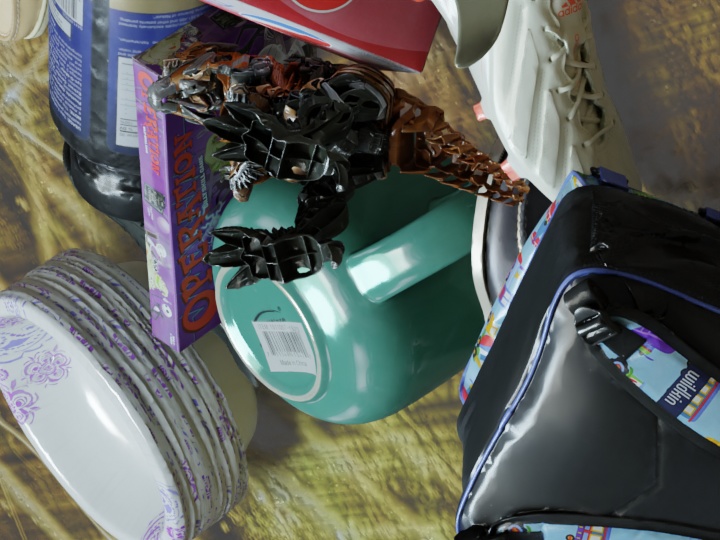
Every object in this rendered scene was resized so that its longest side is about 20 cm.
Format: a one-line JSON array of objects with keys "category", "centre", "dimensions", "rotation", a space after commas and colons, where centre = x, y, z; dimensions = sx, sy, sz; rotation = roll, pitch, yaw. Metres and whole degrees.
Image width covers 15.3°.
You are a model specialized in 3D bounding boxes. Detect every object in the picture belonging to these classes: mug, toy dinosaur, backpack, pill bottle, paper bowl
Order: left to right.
[{"category": "paper bowl", "centre": [-0.144, 0.076, 1.724], "dimensions": [0.201, 0.104, 0.201], "rotation": [41, 151, 29]}, {"category": "pill bottle", "centre": [-0.121, -0.126, 1.514], "dimensions": [0.112, 0.112, 0.201], "rotation": [40, 145, 27]}, {"category": "toy dinosaur", "centre": [-0.018, -0.069, 1.331], "dimensions": [0.199, 0.136, 0.103], "rotation": [-4, 119, 32]}, {"category": "mug", "centre": [-0.007, -0.003, 1.457], "dimensions": [0.152, 0.114, 0.186], "rotation": [42, 146, 25]}, {"category": "backpack", "centre": [0.159, 0.066, 1.243], "dimensions": [0.199, 0.135, 0.183], "rotation": [17, 121, -8]}]

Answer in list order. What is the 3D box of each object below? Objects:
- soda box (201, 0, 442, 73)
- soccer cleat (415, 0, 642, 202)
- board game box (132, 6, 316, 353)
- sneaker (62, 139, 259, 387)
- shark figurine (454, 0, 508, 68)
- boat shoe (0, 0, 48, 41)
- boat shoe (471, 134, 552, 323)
[{"category": "soda box", "centre": [-0.057, -0.159, 1.314], "dimensions": [0.199, 0.064, 0.070], "rotation": [20, 179, -19]}, {"category": "soccer cleat", "centre": [0.086, -0.107, 1.280], "dimensions": [0.077, 0.069, 0.201], "rotation": [-26, 102, 34]}, {"category": "board game box", "centre": [-0.072, -0.061, 1.494], "dimensions": [0.032, 0.120, 0.201], "rotation": [36, 143, 33]}, {"category": "sneaker", "centre": [-0.113, -0.018, 1.643], "dimensions": [0.200, 0.060, 0.104], "rotation": [42, 164, 49]}, {"category": "shark figurine", "centre": [0.002, -0.164, 1.217], "dimensions": [0.213, 0.129, 0.089], "rotation": [14, 178, -4]}, {"category": "boat shoe", "centre": [-0.235, -0.221, 1.635], "dimensions": [0.074, 0.069, 0.201], "rotation": [32, 141, 37]}, {"category": "boat shoe", "centre": [0.100, 0.021, 1.363], "dimensions": [0.062, 0.073, 0.201], "rotation": [10, 111, 32]}]
